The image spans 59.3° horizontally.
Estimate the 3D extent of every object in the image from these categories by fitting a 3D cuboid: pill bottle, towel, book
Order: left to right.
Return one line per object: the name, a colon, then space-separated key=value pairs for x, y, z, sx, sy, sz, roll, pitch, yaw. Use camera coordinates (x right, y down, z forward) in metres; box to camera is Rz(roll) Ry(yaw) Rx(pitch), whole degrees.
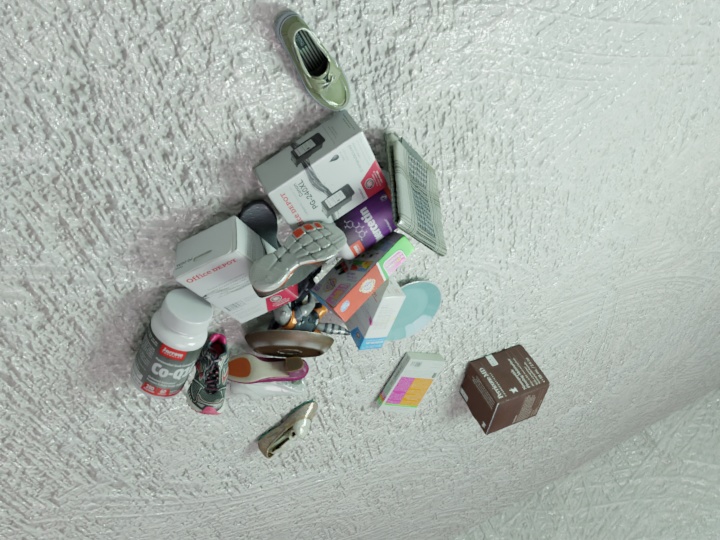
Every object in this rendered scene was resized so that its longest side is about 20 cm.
pill bottle: x=-0.368 y=0.144 z=1.241 sx=0.112 sy=0.115 sz=0.202 roll=8 pitch=125 yaw=-37
pill bottle: x=-0.002 y=-0.099 z=1.244 sx=0.198 sy=0.113 sz=0.113 roll=-34 pitch=140 yaw=1
book: x=0.140 y=0.319 z=1.794 sx=0.131 sy=0.048 sz=0.202 roll=9 pitch=123 yaw=-35
towel: x=0.112 y=-0.146 z=1.213 sx=0.034 sy=0.204 sz=0.191 roll=-19 pitch=153 yaw=30

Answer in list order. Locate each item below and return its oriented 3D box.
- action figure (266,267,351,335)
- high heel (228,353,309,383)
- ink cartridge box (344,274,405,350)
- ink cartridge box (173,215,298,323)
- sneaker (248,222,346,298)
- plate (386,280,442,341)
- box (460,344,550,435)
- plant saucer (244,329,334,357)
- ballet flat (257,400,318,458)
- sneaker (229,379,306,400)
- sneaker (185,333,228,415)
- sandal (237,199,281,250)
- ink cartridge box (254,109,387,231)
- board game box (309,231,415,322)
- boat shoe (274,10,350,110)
action figure: x=-0.103 y=0.086 z=1.367 sx=0.191 sy=0.105 sz=0.202 roll=7 pitch=124 yaw=-43
high heel: x=-0.214 y=0.227 z=1.415 sx=0.195 sy=0.069 sz=0.096 roll=0 pitch=159 yaw=3
ink cartridge box: x=0.032 y=0.065 z=1.423 sx=0.067 sy=0.116 sz=0.203 roll=-1 pitch=130 yaw=-32
ink cartridge box: x=-0.230 y=0.002 z=1.187 sx=0.143 sy=0.085 sz=0.200 roll=-22 pitch=143 yaw=20
sneaker: x=-0.116 y=-0.017 z=1.137 sx=0.198 sy=0.078 sz=0.082 roll=-29 pitch=162 yaw=-22
plate: x=0.113 y=0.096 z=1.575 sx=0.196 sy=0.026 sz=0.203 roll=-19 pitch=138 yaw=-17
box: x=0.438 y=0.363 z=1.934 sx=0.196 sy=0.167 sz=0.166 roll=-14 pitch=137 yaw=-21
plant saucer: x=-0.155 y=0.163 z=1.374 sx=0.195 sy=0.033 sz=0.201 roll=2 pitch=163 yaw=1
ballet flat: x=-0.182 y=0.427 z=1.672 sx=0.199 sy=0.068 sz=0.068 roll=-39 pitch=140 yaw=6
sneaker: x=-0.222 y=0.268 z=1.499 sx=0.197 sy=0.079 sz=0.100 roll=20 pitch=125 yaw=-33
sneaker: x=-0.308 y=0.211 z=1.289 sx=0.079 sy=0.201 sz=0.076 roll=14 pitch=120 yaw=-21
sandal: x=-0.190 y=-0.067 z=1.214 sx=0.074 sy=0.044 sz=0.202 roll=-12 pitch=146 yaw=-4
ink cartridge box: x=-0.070 y=-0.167 z=1.145 sx=0.198 sy=0.084 sz=0.146 roll=-34 pitch=140 yaw=0
board game box: x=0.000 y=0.000 z=1.276 sx=0.200 sy=0.153 sz=0.040 roll=-46 pitch=114 yaw=-8
boat shoe: x=-0.071 y=-0.323 z=1.021 sx=0.072 sy=0.062 sz=0.200 roll=-38 pitch=140 yaw=7
